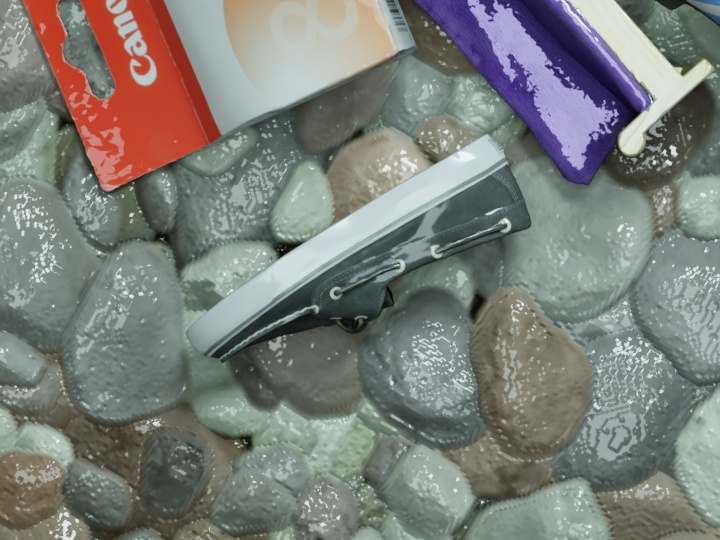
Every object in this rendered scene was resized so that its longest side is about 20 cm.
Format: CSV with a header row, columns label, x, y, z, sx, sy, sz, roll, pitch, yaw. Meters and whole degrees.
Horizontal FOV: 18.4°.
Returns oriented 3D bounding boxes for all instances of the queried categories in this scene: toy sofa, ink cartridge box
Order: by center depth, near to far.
label,x,y,z,sx,sy,sz,roll,pitch,yaw
toy sofa,0.088,-0.142,1.176,0.098,0.083,0.200,-41,88,5
ink cartridge box,-0.091,-0.153,1.195,0.199,0.050,0.163,-23,90,13

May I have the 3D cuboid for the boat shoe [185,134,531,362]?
label,x,y,z,sx,sy,sz,roll,pitch,yaw
boat shoe,0.000,0.000,1.198,0.199,0.069,0.057,-31,90,4

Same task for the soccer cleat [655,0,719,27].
label,x,y,z,sx,sy,sz,roll,pitch,yaw
soccer cleat,0.220,-0.144,1.135,0.199,0.070,0.086,31,128,-20
